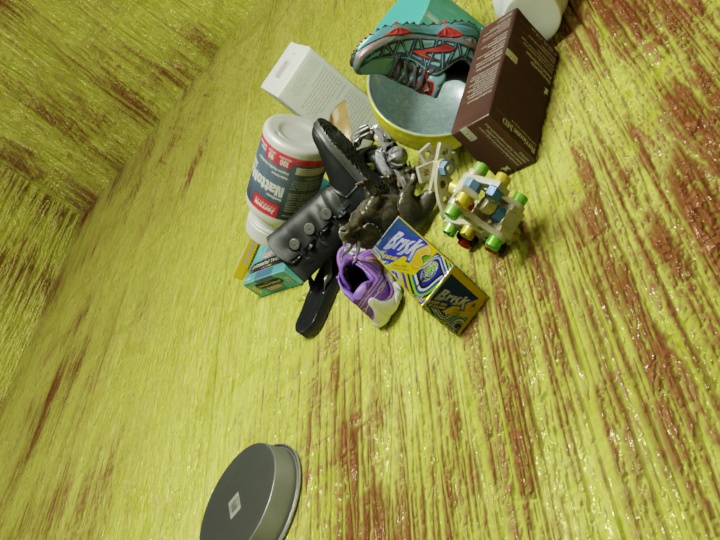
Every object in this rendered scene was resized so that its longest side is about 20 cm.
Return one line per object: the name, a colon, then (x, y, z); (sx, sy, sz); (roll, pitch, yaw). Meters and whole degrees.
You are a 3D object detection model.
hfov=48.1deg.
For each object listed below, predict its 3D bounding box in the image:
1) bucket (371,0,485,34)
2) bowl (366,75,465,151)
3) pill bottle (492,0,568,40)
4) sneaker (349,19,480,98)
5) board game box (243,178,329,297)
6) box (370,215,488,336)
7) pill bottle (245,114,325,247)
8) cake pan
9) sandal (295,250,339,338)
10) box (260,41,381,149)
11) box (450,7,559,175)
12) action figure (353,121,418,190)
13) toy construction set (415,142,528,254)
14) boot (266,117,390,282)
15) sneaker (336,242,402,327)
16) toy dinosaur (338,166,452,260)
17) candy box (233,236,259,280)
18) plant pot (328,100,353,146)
bucket: (0.103, -0.360, 1.337); (0.207, 0.134, 0.210); (-41, 29, 29)
bowl: (0.109, -0.246, 1.203); (0.108, 0.196, 0.203); (83, -155, -60)
pill bottle: (0.249, -0.424, 1.187); (0.112, 0.112, 0.203); (-33, 34, 37)
sneaker: (0.084, -0.287, 1.115); (0.079, 0.195, 0.098); (114, 144, -71)
board game box: (-0.128, -0.060, 1.485); (0.150, 0.047, 0.203); (-17, 45, 52)
box: (0.083, 0.001, 1.030); (0.065, 0.070, 0.200); (-50, 27, 5)
pill bottle: (-0.127, -0.143, 1.343); (0.121, 0.117, 0.203); (-95, 22, -53)
cake pan: (-0.157, 0.325, 1.103); (0.200, 0.036, 0.203); (-40, 30, 29)
sandal: (-0.059, 0.008, 1.294); (0.075, 0.043, 0.203); (-20, 43, 50)
box: (-0.067, -0.316, 1.501); (0.107, 0.198, 0.152); (-53, 26, 4)
box: (0.196, -0.239, 1.080); (0.074, 0.099, 0.203); (-18, 45, 49)
action figure: (0.029, -0.165, 1.278); (0.068, 0.133, 0.200); (-19, 5, -15)
toy construction set: (0.128, -0.084, 0.981); (0.093, 0.130, 0.200); (-51, 26, 6)
boot: (-0.073, -0.106, 1.245); (0.200, 0.166, 0.065); (-43, -8, 25)
sneaker: (0.000, 0.000, 1.158); (0.081, 0.083, 0.200); (-50, 26, 8)
toy dinosaur: (0.046, -0.086, 1.155); (0.196, 0.105, 0.077); (-15, 4, -18)
candy box: (-0.195, -0.085, 1.575); (0.103, 0.026, 0.202); (-76, 13, -57)
plant pot: (-0.035, -0.180, 1.346); (0.200, 0.027, 0.205); (178, 90, -83)
